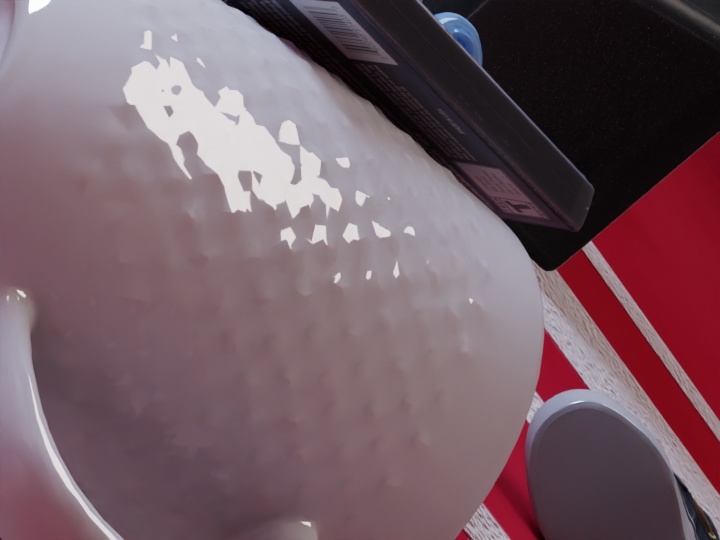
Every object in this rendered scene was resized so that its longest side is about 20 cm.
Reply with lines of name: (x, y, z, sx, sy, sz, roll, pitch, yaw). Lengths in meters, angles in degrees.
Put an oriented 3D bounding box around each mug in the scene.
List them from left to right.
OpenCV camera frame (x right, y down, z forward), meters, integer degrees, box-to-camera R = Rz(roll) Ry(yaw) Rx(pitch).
mug: (-0.058, 0.016, 0.710, 0.175, 0.148, 0.200, 40, 29, -36)

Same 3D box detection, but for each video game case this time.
video game case: (-0.045, -0.062, 0.814, 0.200, 0.019, 0.143, 12, -18, 36)

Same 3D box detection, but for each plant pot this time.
plant pot: (0.106, -0.160, 1.695, 0.177, 0.199, 0.200, 33, 25, -38)

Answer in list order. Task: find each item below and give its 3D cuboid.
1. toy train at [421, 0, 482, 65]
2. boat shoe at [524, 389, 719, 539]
toy train: (-0.026, -0.107, 1.172, 0.087, 0.114, 0.200, 16, -32, 43)
boat shoe: (0.133, 0.124, 1.367, 0.200, 0.071, 0.091, 59, 9, -28)
